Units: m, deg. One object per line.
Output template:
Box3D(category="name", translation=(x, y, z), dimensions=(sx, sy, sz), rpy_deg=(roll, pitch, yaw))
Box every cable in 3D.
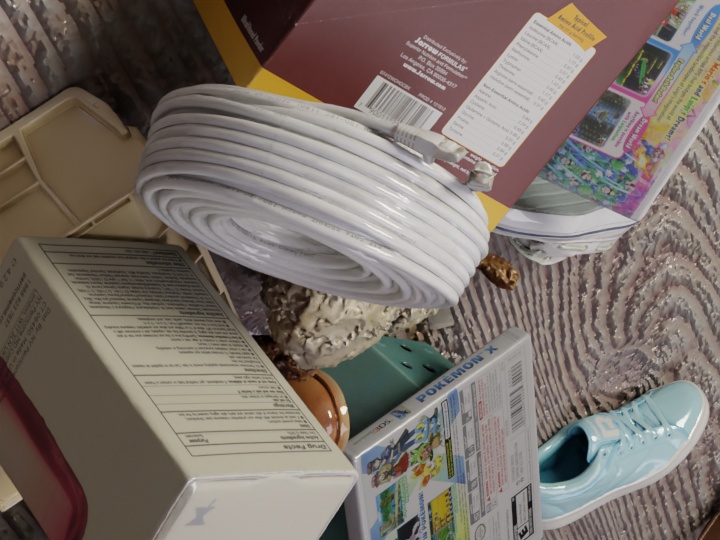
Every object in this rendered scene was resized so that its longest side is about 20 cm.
Box3D(category="cable", translation=(-0.026, -0.036, 1.184), dimensions=(0.200, 0.199, 0.070), rpy_deg=(70, 38, -75))

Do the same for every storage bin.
Box3D(category="storage bin", translation=(-0.192, 0.018, 1.304), dimensions=(0.198, 0.094, 0.200), rpy_deg=(-34, 146, -9))

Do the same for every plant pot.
Box3D(category="plant pot", translation=(0.007, 0.158, 1.626), dimensions=(0.141, 0.141, 0.201), rpy_deg=(11, 112, -50))

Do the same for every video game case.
Box3D(category="video game case", translation=(0.146, -0.140, 1.390), dimensions=(0.181, 0.024, 0.201), rpy_deg=(24, 130, -7))
Box3D(category="video game case", translation=(0.062, 0.165, 1.572), dimensions=(0.182, 0.022, 0.201), rpy_deg=(-33, 133, -32))

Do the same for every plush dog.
Box3D(category="plush dog", translation=(0.000, 0.000, 1.376), dimensions=(0.172, 0.160, 0.201), rpy_deg=(-39, 158, -49))

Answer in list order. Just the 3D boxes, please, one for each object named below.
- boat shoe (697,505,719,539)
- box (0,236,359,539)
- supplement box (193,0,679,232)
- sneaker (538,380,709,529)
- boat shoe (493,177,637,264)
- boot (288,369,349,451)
Box3D(category="boat shoe", translation=(0.396, 0.233, 2.159), dimensions=(0.200, 0.076, 0.072), rpy_deg=(-50, 143, -2))
Box3D(category="box", translation=(-0.118, 0.085, 1.187), dimensions=(0.127, 0.200, 0.109), rpy_deg=(4, 127, -46))
Box3D(category="supplement box", translation=(0.045, -0.169, 1.230), dimensions=(0.197, 0.133, 0.200), rpy_deg=(27, 111, -34))
Box3D(category="sneaker", translation=(0.222, 0.154, 1.886), dimensions=(0.199, 0.074, 0.082), rpy_deg=(-35, 150, -9))
Box3D(category="boat shoe", translation=(0.142, -0.034, 1.586), dimensions=(0.199, 0.074, 0.067), rpy_deg=(-1, 128, -45))
Box3D(category="boot", translation=(-0.118, 0.102, 1.412), dimensions=(0.155, 0.199, 0.077), rpy_deg=(-5, 98, -44))
